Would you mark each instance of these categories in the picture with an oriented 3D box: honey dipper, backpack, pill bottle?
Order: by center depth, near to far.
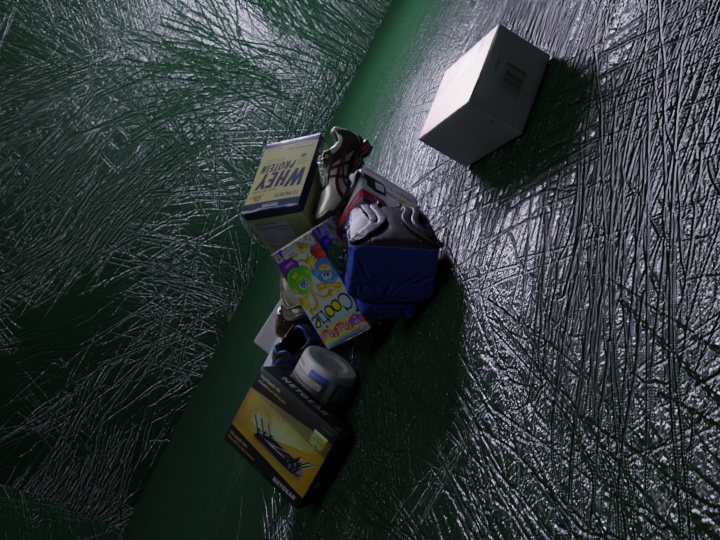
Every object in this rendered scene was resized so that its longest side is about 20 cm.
[{"bbox_3d":[0.040,-0.023,1.299,0.201,0.161,0.169,-95,14,-61],"label":"backpack"},{"bbox_3d":[-0.099,0.253,1.417,0.201,0.113,0.114,-60,14,13],"label":"pill bottle"},{"bbox_3d":[-0.007,0.117,1.495,0.038,0.038,0.200,-64,10,0],"label":"honey dipper"}]

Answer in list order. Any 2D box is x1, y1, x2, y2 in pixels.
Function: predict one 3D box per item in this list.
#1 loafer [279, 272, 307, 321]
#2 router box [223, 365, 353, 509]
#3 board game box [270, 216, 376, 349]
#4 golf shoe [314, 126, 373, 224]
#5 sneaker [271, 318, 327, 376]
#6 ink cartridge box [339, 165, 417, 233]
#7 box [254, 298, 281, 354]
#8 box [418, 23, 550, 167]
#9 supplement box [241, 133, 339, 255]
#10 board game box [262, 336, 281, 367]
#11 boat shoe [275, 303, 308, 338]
[{"bbox_3d":[-0.132,0.040,1.502,0.200,0.075,0.070,-132,24,-66],"label":"loafer"},{"bbox_3d":[-0.130,0.290,1.336,0.052,0.199,0.158,9,-68,-60],"label":"router box"},{"bbox_3d":[-0.055,0.022,1.388,0.102,0.201,0.105,-28,7,26],"label":"board game box"},{"bbox_3d":[-0.055,-0.184,1.482,0.077,0.088,0.202,-18,45,64],"label":"golf shoe"},{"bbox_3d":[-0.093,0.124,1.459,0.200,0.075,0.079,-45,-30,-25],"label":"sneaker"},{"bbox_3d":[0.037,-0.115,1.498,0.083,0.145,0.201,-55,17,22],"label":"ink cartridge box"},{"bbox_3d":[-0.153,0.110,1.828,0.201,0.097,0.124,-54,-4,36],"label":"box"},{"bbox_3d":[0.204,-0.287,1.279,0.154,0.106,0.200,-68,15,-16],"label":"box"},{"bbox_3d":[-0.118,-0.134,1.572,0.133,0.200,0.201,-7,50,25],"label":"supplement box"},{"bbox_3d":[-0.145,0.252,1.567,0.200,0.041,0.201,34,98,48],"label":"board game box"},{"bbox_3d":[-0.133,0.104,1.579,0.200,0.075,0.075,-58,-13,-69],"label":"boat shoe"}]
